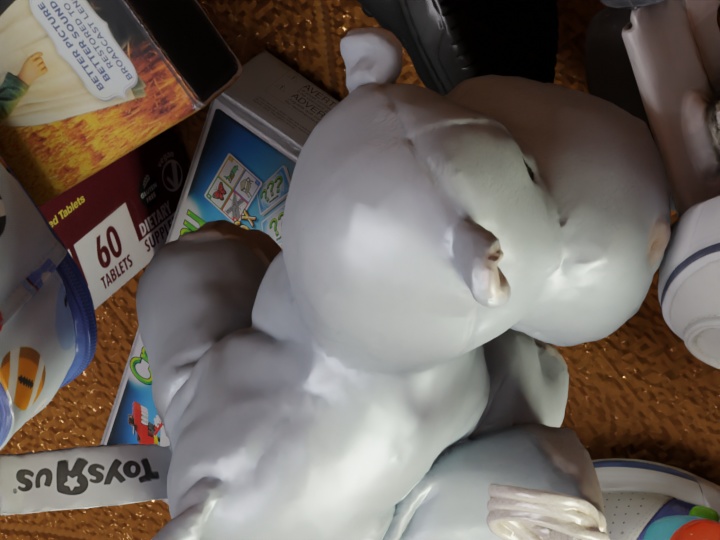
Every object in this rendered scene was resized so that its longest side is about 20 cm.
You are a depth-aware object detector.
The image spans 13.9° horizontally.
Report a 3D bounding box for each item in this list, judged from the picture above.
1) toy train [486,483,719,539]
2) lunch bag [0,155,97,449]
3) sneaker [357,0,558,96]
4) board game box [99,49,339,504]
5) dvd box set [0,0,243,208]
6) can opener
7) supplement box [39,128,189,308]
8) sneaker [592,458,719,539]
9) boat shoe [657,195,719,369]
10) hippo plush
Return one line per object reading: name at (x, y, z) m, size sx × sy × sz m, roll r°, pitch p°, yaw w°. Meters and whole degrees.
toy train at (0.140, 0.070, 0.792) m, size 0.199 × 0.056 × 0.150 m, roll 3°, pitch 152°, yaw 41°
lunch bag at (-0.189, -0.015, 0.921) m, size 0.160 × 0.076 × 0.200 m, roll -25°, pitch 106°, yaw 40°
sneaker at (-0.016, -0.132, 0.913) m, size 0.104 × 0.060 × 0.200 m, roll -11°, pitch 107°, yaw 43°
board game box at (-0.017, 0.032, 1.050) m, size 0.126 × 0.035 × 0.200 m, roll 36°, pitch 137°, yaw 13°
dvd box set at (-0.149, -0.076, 0.928) m, size 0.200 × 0.029 × 0.147 m, roll -27°, pitch 104°, yaw 39°
can opener at (0.077, -0.098, 0.860) m, size 0.066 × 0.053 × 0.201 m, roll 4°, pitch 122°, yaw 39°
supplement box at (-0.135, -0.080, 1.012) m, size 0.061 × 0.109 × 0.201 m, roll -2°, pitch 119°, yaw 38°
sneaker at (0.031, 0.121, 0.984) m, size 0.199 × 0.115 × 0.081 m, roll 8°, pitch 135°, yaw 13°
boat shoe at (0.136, 0.017, 0.803) m, size 0.072 × 0.066 × 0.200 m, roll 21°, pitch 166°, yaw -22°
hippo plush at (0.000, 0.000, 0.869) m, size 0.159 × 0.199 × 0.161 m, roll 55°, pitch 137°, yaw 39°
